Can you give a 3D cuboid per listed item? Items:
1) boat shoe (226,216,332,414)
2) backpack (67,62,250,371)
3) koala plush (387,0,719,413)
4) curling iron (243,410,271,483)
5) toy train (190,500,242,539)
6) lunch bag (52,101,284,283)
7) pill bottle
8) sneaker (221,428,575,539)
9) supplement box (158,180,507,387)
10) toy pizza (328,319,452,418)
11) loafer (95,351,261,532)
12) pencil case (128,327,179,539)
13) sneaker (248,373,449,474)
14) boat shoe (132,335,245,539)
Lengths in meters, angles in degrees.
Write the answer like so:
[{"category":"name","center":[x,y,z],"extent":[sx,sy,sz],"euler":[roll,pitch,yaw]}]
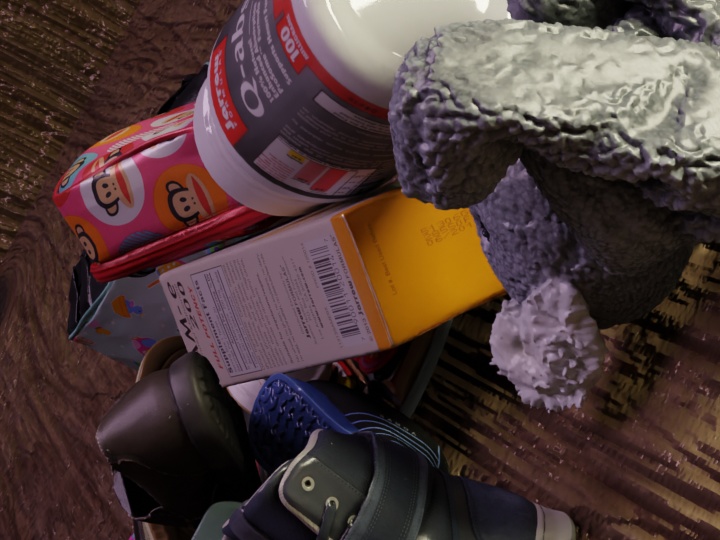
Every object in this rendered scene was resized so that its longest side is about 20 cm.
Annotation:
[{"category":"boat shoe","center":[-0.030,0.004,1.366],"extent":[0.069,0.071,0.200],"euler":[-49,19,39]},{"category":"backpack","center":[-0.117,-0.017,1.654],"extent":[0.200,0.153,0.176],"euler":[-60,9,-32]},{"category":"koala plush","center":[0.106,-0.041,1.009],"extent":[0.200,0.184,0.177],"euler":[103,-171,-52]},{"category":"curling iron","center":[-0.061,0.112,1.392],"extent":[0.200,0.026,0.050],"euler":[-100,26,-43]},{"category":"toy train","center":[-0.068,0.191,1.194],"extent":[0.114,0.085,0.200],"euler":[-61,-10,-18]},{"category":"lunch bag","center":[-0.059,-0.072,1.329],"extent":[0.176,0.082,0.200],"euler":[-22,8,35]},{"category":"pill bottle","center":[-0.009,-0.100,1.139],"extent":[0.200,0.116,0.116],"euler":[-39,26,63]},{"category":"sneaker","center":[0.004,0.157,0.957],"extent":[0.077,0.146,0.202],"euler":[-45,24,44]},{"category":"supplement box","center":[0.000,0.000,1.223],"extent":[0.126,0.074,0.200],"euler":[-24,4,-32]},{"category":"toy pizza","center":[-0.003,0.057,1.379],"extent":[0.200,0.032,0.200],"euler":[-55,16,24]},{"category":"loafer","center":[-0.093,0.097,1.198],"extent":[0.200,0.071,0.073],"euler":[74,179,-64]},{"category":"pencil case","center":[-0.089,0.114,1.463],"extent":[0.088,0.088,0.200],"euler":[-47,23,44]},{"category":"sneaker","center":[0.018,0.112,1.149],"extent":[0.200,0.078,0.070],"euler":[49,120,51]},{"category":"boat shoe","center":[-0.101,0.139,1.329],"extent":[0.065,0.073,0.200],"euler":[151,116,-62]}]
